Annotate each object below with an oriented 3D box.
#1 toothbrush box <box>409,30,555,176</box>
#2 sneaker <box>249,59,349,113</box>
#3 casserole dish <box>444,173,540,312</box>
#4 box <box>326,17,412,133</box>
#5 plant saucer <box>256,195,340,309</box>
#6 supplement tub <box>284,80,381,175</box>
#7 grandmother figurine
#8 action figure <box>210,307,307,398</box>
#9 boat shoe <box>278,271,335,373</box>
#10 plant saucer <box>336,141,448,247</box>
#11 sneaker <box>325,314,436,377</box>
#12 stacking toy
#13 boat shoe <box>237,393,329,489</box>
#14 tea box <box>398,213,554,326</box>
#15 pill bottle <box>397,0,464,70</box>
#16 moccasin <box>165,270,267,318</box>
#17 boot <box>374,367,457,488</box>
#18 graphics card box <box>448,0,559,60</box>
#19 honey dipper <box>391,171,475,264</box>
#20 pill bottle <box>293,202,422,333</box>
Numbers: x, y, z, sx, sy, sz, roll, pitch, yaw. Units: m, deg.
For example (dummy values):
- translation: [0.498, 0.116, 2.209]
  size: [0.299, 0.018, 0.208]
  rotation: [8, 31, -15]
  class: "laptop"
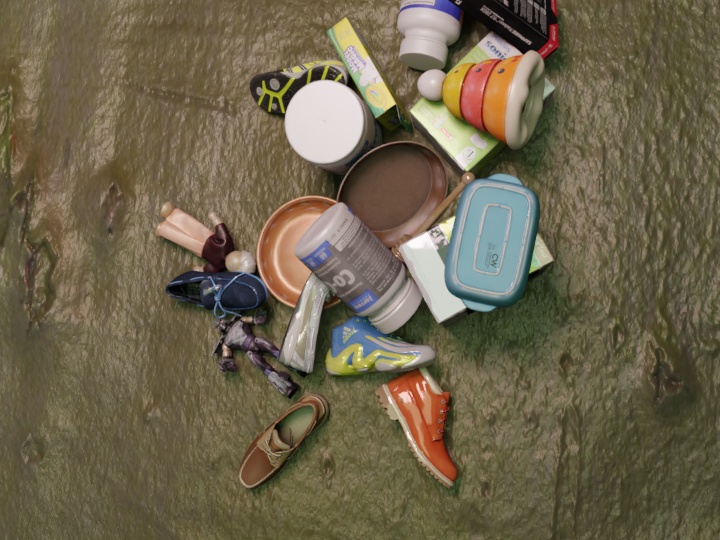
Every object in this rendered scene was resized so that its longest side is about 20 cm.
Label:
- translation: [0.203, -0.276, 1.220]
  size: [0.200, 0.086, 0.146]
  rotation: [-44, 80, 4]
  class: "toothbrush box"
- translation: [-0.106, -0.330, 1.292]
  size: [0.198, 0.077, 0.076]
  rotation: [1, 120, 25]
  class: "sneaker"
- translation: [0.186, -0.042, 1.024]
  size: [0.120, 0.039, 0.202]
  rotation: [12, 87, 11]
  class: "casserole dish"
- translation: [0.022, -0.321, 1.239]
  size: [0.048, 0.117, 0.201]
  rotation: [-33, 81, 13]
  class: "box"
- translation: [-0.083, -0.029, 1.272]
  size: [0.198, 0.037, 0.203]
  rotation: [-1, 85, 10]
  class: "plant saucer"
- translation: [-0.039, -0.229, 1.193]
  size: [0.130, 0.200, 0.134]
  rotation: [1, 94, 10]
  class: "supplement tub"
- translation: [-0.272, -0.041, 1.291]
  size: [0.199, 0.061, 0.122]
  rotation: [27, 122, 14]
  class: "grandmother figurine"
- translation: [-0.182, 0.135, 1.259]
  size: [0.199, 0.069, 0.131]
  rotation: [32, 96, 14]
  class: "action figure"
- translation: [-0.076, 0.067, 1.204]
  size: [0.064, 0.074, 0.204]
  rotation: [22, 74, -6]
  class: "boat shoe"
- translation: [0.049, -0.129, 1.203]
  size: [0.200, 0.200, 0.035]
  rotation: [-37, 41, 4]
  class: "plant saucer"
- translation: [0.028, 0.118, 1.208]
  size: [0.198, 0.076, 0.106]
  rotation: [-9, 77, 22]
  class: "sneaker"
- translation: [0.178, -0.277, 1.132]
  size: [0.198, 0.146, 0.148]
  rotation: [15, 87, 25]
  class: "stacking toy"
- translation: [-0.138, 0.288, 1.233]
  size: [0.076, 0.074, 0.200]
  rotation: [41, 92, 11]
  class: "boat shoe"
- translation: [0.182, -0.014, 1.143]
  size: [0.195, 0.200, 0.135]
  rotation: [-28, 81, 5]
  class: "tea box"
- translation: [0.124, -0.453, 1.237]
  size: [0.111, 0.112, 0.202]
  rotation: [10, 87, 10]
  class: "pill bottle"
- translation: [-0.251, 0.045, 1.250]
  size: [0.198, 0.068, 0.081]
  rotation: [-1, 107, 32]
  class: "moccasin"
- translation: [0.119, 0.255, 1.196]
  size: [0.107, 0.075, 0.201]
  rotation: [-32, 79, 0]
  class: "boot"
- translation: [0.234, -0.439, 1.174]
  size: [0.199, 0.051, 0.127]
  rotation: [25, 54, -25]
  class: "graphics card box"
- translation: [0.122, -0.086, 1.210]
  size: [0.038, 0.038, 0.200]
  rotation: [47, 113, 10]
  class: "honey dipper"
- translation: [0.000, 0.000, 1.152]
  size: [0.114, 0.114, 0.200]
  rotation: [-45, 105, 3]
  class: "pill bottle"
